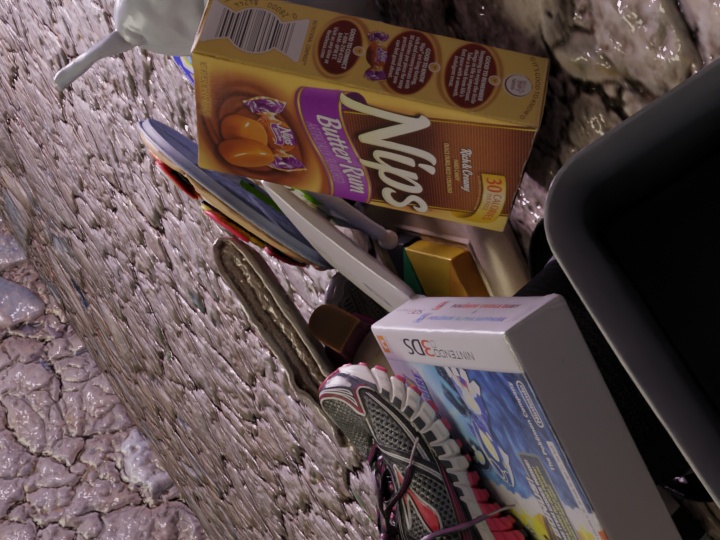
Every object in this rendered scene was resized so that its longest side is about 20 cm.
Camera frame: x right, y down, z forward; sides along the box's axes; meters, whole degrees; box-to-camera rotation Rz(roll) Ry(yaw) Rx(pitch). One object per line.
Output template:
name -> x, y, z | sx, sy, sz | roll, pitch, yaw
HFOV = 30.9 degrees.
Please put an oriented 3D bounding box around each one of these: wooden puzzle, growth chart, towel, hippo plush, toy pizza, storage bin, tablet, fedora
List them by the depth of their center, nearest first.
storage bin -> 0.185, 0.015, 0.566 | 0.200, 0.145, 0.134 | 57, -172, 7
fedora -> 0.139, 0.069, 0.788 | 0.201, 0.091, 0.201 | 49, 158, 28
hippo plush -> -0.070, -0.184, 0.854 | 0.161, 0.200, 0.160 | 33, 135, 18
tablet -> 0.000, 0.000, 0.922 | 0.130, 0.014, 0.200 | 39, 177, 16
growth chart -> -0.053, -0.058, 0.940 | 0.145, 0.018, 0.200 | 32, 174, -19
wooden puzzle -> 0.077, 0.034, 0.981 | 0.200, 0.037, 0.185 | 11, 128, 65
towel -> -0.053, 0.062, 1.063 | 0.200, 0.034, 0.133 | 56, 179, 5
toy pizza -> -0.106, -0.055, 1.072 | 0.200, 0.032, 0.200 | 37, -175, -4

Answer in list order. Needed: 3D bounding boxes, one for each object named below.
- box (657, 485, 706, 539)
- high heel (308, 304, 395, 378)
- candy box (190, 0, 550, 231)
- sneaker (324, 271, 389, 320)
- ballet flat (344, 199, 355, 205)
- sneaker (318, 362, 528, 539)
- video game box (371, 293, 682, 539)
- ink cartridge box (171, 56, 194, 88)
box -> 0.128, 0.135, 0.874 | 0.200, 0.082, 0.049 | 46, 141, 14
high heel -> 0.051, 0.091, 1.008 | 0.200, 0.067, 0.096 | 38, 179, 28
candy box -> 0.003, -0.093, 0.776 | 0.199, 0.057, 0.117 | 11, 151, 2
sneaker -> 0.030, 0.088, 1.144 | 0.200, 0.078, 0.099 | 66, 171, -1
ballet flat -> -0.019, -0.082, 1.003 | 0.068, 0.068, 0.200 | 59, 161, 10
sneaker -> 0.035, 0.140, 0.762 | 0.200, 0.075, 0.081 | 53, 161, 23
video game box -> 0.097, 0.109, 0.743 | 0.200, 0.047, 0.182 | 63, 163, -8
ink cartridge box -> -0.100, -0.180, 1.105 | 0.198, 0.047, 0.200 | 54, 159, 19
